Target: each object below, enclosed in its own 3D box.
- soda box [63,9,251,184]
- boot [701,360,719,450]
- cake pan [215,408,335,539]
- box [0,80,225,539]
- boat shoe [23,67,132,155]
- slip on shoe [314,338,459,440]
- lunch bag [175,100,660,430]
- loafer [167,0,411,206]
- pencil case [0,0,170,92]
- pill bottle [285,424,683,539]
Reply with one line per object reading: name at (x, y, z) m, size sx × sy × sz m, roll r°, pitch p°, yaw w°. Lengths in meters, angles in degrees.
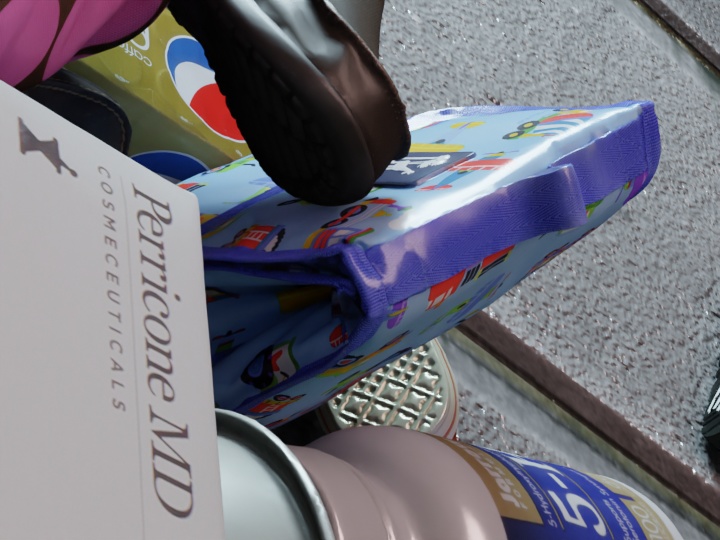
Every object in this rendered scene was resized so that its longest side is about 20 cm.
soda box at (-0.102, -0.067, 0.904) m, size 0.200 × 0.064 × 0.068 m, roll 31°, pitch 34°, yaw -36°
boot at (0.272, 0.085, 1.294) m, size 0.158 × 0.079 × 0.211 m, roll 43°, pitch 40°, yaw -8°
cake pan at (-0.079, 0.124, 0.589) m, size 0.037 × 0.200 × 0.201 m, roll 25°, pitch 39°, yaw -32°
box at (-0.141, 0.077, 0.542) m, size 0.130 × 0.200 × 0.200 m, roll 30°, pitch 36°, yaw -36°
boat shoe at (-0.143, -0.034, 0.773) m, size 0.073 × 0.075 × 0.199 m, roll 21°, pitch 17°, yaw 36°
slip on shoe at (-0.003, 0.012, 0.983) m, size 0.061 × 0.074 × 0.201 m, roll 76°, pitch -3°, yaw -50°
lunch bag at (0.000, 0.000, 0.790) m, size 0.150 × 0.199 × 0.095 m, roll -25°, pitch 97°, yaw -42°
loafer at (-0.022, -0.095, 0.772) m, size 0.200 × 0.071 × 0.073 m, roll -122°, pitch -169°, yaw -49°
pencil case at (-0.126, -0.078, 0.659) m, size 0.200 × 0.093 × 0.091 m, roll -43°, pitch 113°, yaw -54°
pill bottle at (0.022, 0.118, 0.834) m, size 0.200 × 0.119 × 0.120 m, roll 17°, pitch 45°, yaw -50°
